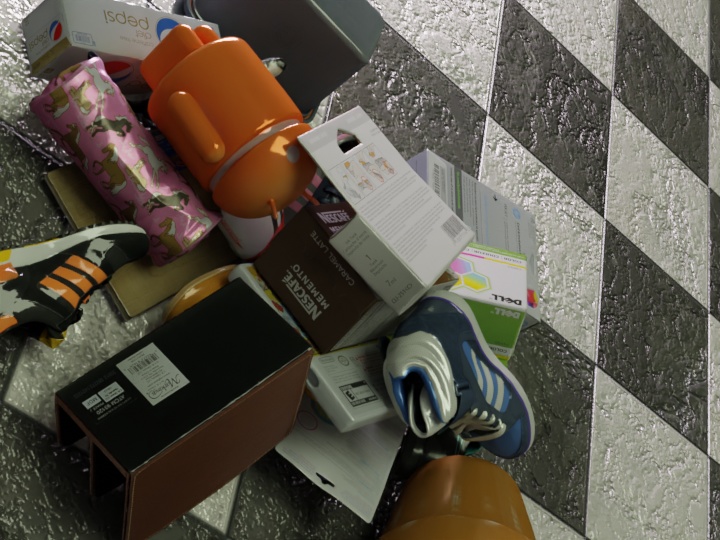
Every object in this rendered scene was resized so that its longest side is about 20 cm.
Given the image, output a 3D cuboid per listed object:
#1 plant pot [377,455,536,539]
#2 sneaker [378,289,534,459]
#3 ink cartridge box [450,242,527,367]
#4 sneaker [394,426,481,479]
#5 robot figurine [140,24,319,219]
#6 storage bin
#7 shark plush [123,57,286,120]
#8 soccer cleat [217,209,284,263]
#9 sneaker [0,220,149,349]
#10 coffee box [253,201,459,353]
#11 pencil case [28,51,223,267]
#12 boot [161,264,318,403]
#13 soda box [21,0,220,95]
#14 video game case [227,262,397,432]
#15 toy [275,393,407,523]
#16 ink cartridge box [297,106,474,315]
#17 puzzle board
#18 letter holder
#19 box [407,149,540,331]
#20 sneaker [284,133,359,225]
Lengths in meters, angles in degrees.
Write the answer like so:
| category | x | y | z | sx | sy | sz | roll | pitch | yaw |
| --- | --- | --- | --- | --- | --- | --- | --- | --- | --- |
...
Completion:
| category | x | y | z | sx | sy | sz | roll | pitch | yaw |
| --- | --- | --- | --- | --- | --- | --- | --- | --- | --- |
| plant pot | 0.095 | 0.284 | 1.390 | 0.200 | 0.200 | 0.184 | 46 | 25 | -20 |
| sneaker | 0.086 | 0.132 | 1.361 | 0.201 | 0.080 | 0.147 | 61 | 36 | -20 |
| ink cartridge box | 0.098 | 0.053 | 1.516 | 0.147 | 0.076 | 0.201 | 13 | 35 | -3 |
| sneaker | 0.100 | 0.153 | 1.531 | 0.079 | 0.076 | 0.201 | 20 | 49 | 7 |
| robot figurine | -0.114 | -0.132 | 1.322 | 0.116 | 0.144 | 0.200 | -35 | 81 | -15 |
| storage bin | -0.073 | -0.275 | 1.554 | 0.200 | 0.134 | 0.146 | 44 | 42 | -23 |
| shark plush | -0.157 | -0.153 | 1.431 | 0.199 | 0.083 | 0.092 | -14 | 102 | -24 |
| soccer cleat | -0.106 | -0.095 | 1.447 | 0.085 | 0.068 | 0.201 | 47 | 33 | -35 |
| sneaker | -0.258 | 0.019 | 1.227 | 0.199 | 0.070 | 0.091 | -17 | 85 | -44 |
| coffee box | 0.000 | 0.000 | 1.385 | 0.115 | 0.080 | 0.200 | 50 | 23 | 14 |
| pencil case | -0.211 | -0.097 | 1.312 | 0.200 | 0.083 | 0.087 | 52 | 50 | -11 |
| boot | -0.083 | 0.067 | 1.363 | 0.144 | 0.071 | 0.201 | 49 | 27 | 20 |
| soda box | -0.224 | -0.213 | 1.398 | 0.199 | 0.068 | 0.064 | 5 | 64 | -47 |
| video game case | -0.020 | 0.064 | 1.379 | 0.182 | 0.023 | 0.200 | 53 | 23 | 15 |
| toy | -0.019 | 0.161 | 1.425 | 0.115 | 0.047 | 0.200 | 38 | 36 | -7 |
| ink cartridge box | 0.016 | -0.061 | 1.349 | 0.176 | 0.045 | 0.200 | 48 | 22 | 1 |
| puzzle board | -0.197 | -0.052 | 1.378 | 0.200 | 0.017 | 0.151 | -33 | 93 | -52 |
| letter holder | -0.152 | 0.126 | 1.240 | 0.200 | 0.143 | 0.100 | -34 | 63 | -32 |
| box | 0.136 | -0.034 | 1.724 | 0.199 | 0.041 | 0.157 | 26 | 51 | -36 |
| sneaker | -0.041 | -0.073 | 1.513 | 0.070 | 0.082 | 0.201 | 40 | 44 | -26 |
